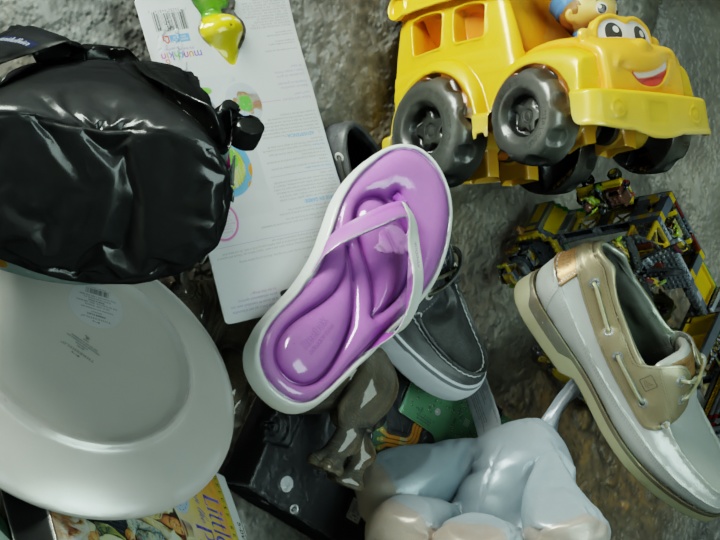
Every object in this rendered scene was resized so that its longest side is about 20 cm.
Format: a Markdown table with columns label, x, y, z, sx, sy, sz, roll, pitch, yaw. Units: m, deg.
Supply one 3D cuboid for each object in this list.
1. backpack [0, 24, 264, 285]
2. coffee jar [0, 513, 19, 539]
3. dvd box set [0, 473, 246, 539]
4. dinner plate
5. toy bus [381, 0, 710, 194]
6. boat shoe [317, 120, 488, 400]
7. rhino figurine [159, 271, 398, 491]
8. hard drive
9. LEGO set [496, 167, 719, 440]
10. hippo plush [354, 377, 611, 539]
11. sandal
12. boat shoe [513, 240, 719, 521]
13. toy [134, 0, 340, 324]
| label | x | y | z | sx | sy | sz | roll | pitch | yaw |
| --- | --- | --- | --- | --- | --- | --- | --- | --- | --- |
| backpack | -0.148 | -0.059 | 1.284 | 0.167 | 0.200 | 0.127 | 13 | 102 | -7 |
| coffee jar | -0.270 | 0.110 | 1.243 | 0.085 | 0.104 | 0.200 | -50 | 121 | -23 |
| dvd box set | -0.126 | 0.155 | 1.333 | 0.200 | 0.029 | 0.146 | 32 | 30 | -49 |
| dinner plate | -0.158 | 0.050 | 1.306 | 0.200 | 0.024 | 0.200 | 20 | 41 | -19 |
| toy bus | 0.114 | -0.150 | 1.503 | 0.136 | 0.200 | 0.192 | 4 | 82 | -41 |
| boat shoe | 0.029 | -0.009 | 1.484 | 0.200 | 0.066 | 0.070 | 58 | 41 | -6 |
| rhino figurine | -0.067 | 0.053 | 1.419 | 0.200 | 0.060 | 0.087 | 27 | 79 | -11 |
| hard drive | 0.012 | 0.119 | 1.525 | 0.200 | 0.038 | 0.140 | 34 | 70 | -35 |
| LEGO set | 0.177 | 0.045 | 1.587 | 0.116 | 0.154 | 0.200 | -58 | 134 | -43 |
| hippo plush | 0.082 | 0.185 | 1.499 | 0.200 | 0.159 | 0.161 | -88 | 171 | -58 |
| sandal | 0.006 | 0.005 | 1.400 | 0.082 | 0.050 | 0.203 | 40 | 59 | -15 |
| boat shoe | 0.183 | 0.071 | 1.489 | 0.200 | 0.068 | 0.075 | 50 | 29 | -8 |
| toy | -0.073 | -0.070 | 1.424 | 0.115 | 0.047 | 0.200 | -12 | 87 | -40 |
